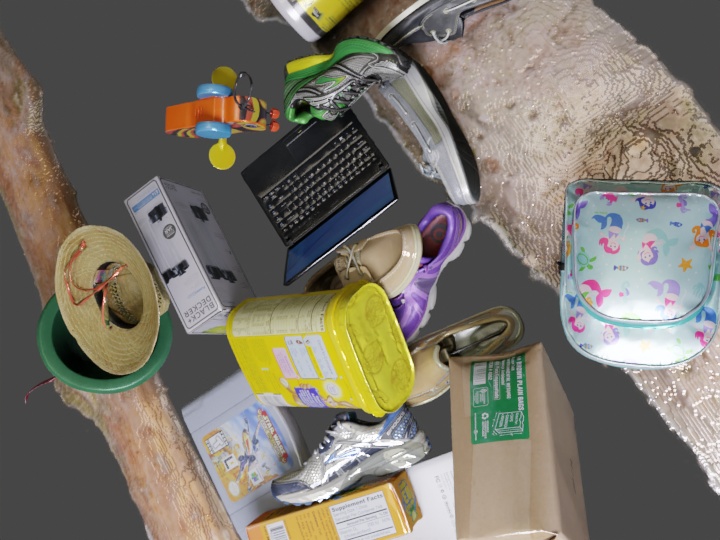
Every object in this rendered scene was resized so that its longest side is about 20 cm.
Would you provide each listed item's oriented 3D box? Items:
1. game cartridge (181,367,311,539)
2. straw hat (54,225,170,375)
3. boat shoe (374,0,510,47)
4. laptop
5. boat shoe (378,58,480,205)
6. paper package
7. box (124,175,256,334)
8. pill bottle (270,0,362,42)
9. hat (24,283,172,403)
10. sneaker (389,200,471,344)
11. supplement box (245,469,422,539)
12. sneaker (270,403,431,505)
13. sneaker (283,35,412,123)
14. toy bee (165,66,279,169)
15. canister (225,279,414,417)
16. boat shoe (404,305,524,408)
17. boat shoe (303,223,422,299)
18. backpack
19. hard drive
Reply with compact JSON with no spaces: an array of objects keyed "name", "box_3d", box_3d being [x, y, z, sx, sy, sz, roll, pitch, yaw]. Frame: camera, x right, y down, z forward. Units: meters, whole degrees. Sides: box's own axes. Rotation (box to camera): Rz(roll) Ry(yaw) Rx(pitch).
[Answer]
[{"name":"game cartridge","box_3d":[-0.140,0.233,1.035,0.133,0.041,0.201,-35,75,19]},{"name":"straw hat","box_3d":[-0.297,0.028,1.026,0.200,0.085,0.202,7,103,33]},{"name":"boat shoe","box_3d":[0.098,-0.309,0.973,0.199,0.072,0.068,-29,98,20]},{"name":"laptop","box_3d":[-0.059,-0.106,0.995,0.177,0.103,0.201,-36,75,13]},{"name":"boat shoe","box_3d":[0.085,-0.161,0.966,0.065,0.074,0.203,-31,72,21]},{"name":"paper package","box_3d":[0.165,0.206,0.813,0.103,0.191,0.201,-11,52,19]},{"name":"box","box_3d":[-0.216,-0.016,1.039,0.060,0.117,0.201,-33,76,14]},{"name":"pill bottle","box_3d":[-0.023,-0.393,0.999,0.200,0.112,0.113,-38,74,13]},{"name":"hat","box_3d":[-0.372,0.106,1.139,0.199,0.176,0.167,9,70,-12]},{"name":"sneaker","box_3d":[0.057,0.003,0.955,0.080,0.083,0.201,28,96,20]},{"name":"supplement box","box_3d":[-0.032,0.299,0.941,0.199,0.067,0.069,-20,85,17]},{"name":"sneaker","box_3d":[-0.020,0.213,0.951,0.199,0.077,0.086,-23,86,5]},{"name":"sneaker","box_3d":[-0.017,-0.228,0.984,0.199,0.078,0.086,-8,74,44]},{"name":"toy bee","box_3d":[-0.167,-0.198,1.055,0.200,0.108,0.132,27,104,45]},{"name":"canister","box_3d":[-0.052,0.094,0.940,0.199,0.087,0.149,-6,114,39]},{"name":"boat shoe","box_3d":[0.096,0.102,0.935,0.200,0.076,0.072,-36,78,16]},{"name":"boat shoe","box_3d":[0.000,0.000,0.932,0.200,0.065,0.073,-32,55,53]},{"name":"backpack","box_3d":[0.295,0.005,0.840,0.177,0.150,0.201,4,92,19]},{"name":"hard drive","box_3d":[0.075,0.301,0.954,0.199,0.026,0.133,-24,78,17]}]
